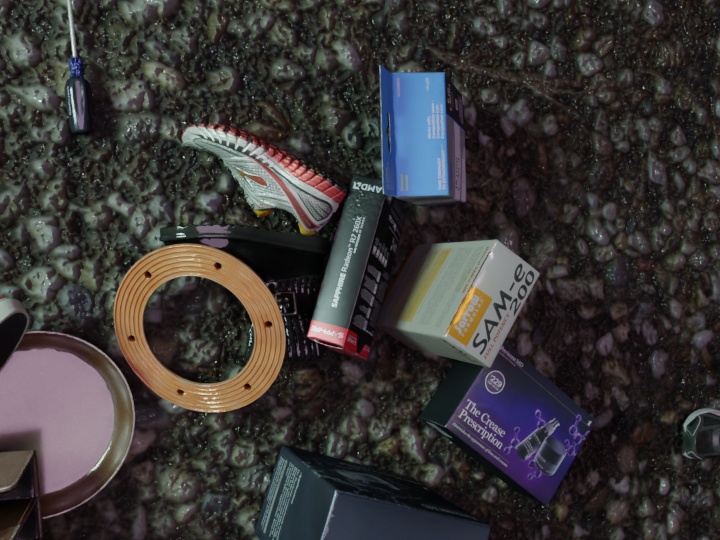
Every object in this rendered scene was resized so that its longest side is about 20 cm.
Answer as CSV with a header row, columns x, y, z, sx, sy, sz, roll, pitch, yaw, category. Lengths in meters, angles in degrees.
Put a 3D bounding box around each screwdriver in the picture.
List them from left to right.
x,y,z,sx,sy,sz,roll,pitch,yaw,category
-0.313,-0.249,0.750,0.028,0.029,0.201,-6,98,-22,screwdriver

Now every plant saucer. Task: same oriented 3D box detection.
x,y,z,sx,sy,sz,roll,pitch,yaw,category
-0.348,0.164,0.742,0.200,0.032,0.201,-1,91,-22,plant saucer

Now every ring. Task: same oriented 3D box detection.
x,y,z,sx,sy,sz,roll,pitch,yaw,category
-0.178,0.065,0.765,0.200,0.019,0.201,3,110,9,ring

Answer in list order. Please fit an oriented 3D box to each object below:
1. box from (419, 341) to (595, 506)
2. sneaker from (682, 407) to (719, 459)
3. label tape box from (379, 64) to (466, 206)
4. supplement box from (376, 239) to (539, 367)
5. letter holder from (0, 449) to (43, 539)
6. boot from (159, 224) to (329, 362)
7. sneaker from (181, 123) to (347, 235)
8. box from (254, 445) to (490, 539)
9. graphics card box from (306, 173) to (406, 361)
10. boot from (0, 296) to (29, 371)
x,y,z,sx,sy,sz,roll,pitch,yaw,category
0.203,0.202,0.942,0.200,0.079,0.141,39,74,-18,box
0.607,0.261,1.099,0.199,0.086,0.081,-5,91,-21,sneaker
0.081,-0.155,0.828,0.063,0.200,0.145,-2,92,18,label tape box
0.107,0.036,0.834,0.073,0.200,0.126,34,79,-19,supplement box
-0.416,0.247,0.629,0.199,0.142,0.101,-1,101,-10,letter holder
-0.132,0.029,0.802,0.211,0.079,0.158,7,88,-22,boot
-0.120,-0.107,0.791,0.200,0.078,0.082,29,102,4,sneaker
0.007,0.300,0.796,0.196,0.200,0.118,20,83,-21,box
0.000,0.000,0.825,0.051,0.125,0.201,14,81,17,graphics card box
-0.440,0.078,0.671,0.144,0.072,0.200,35,70,14,boot
